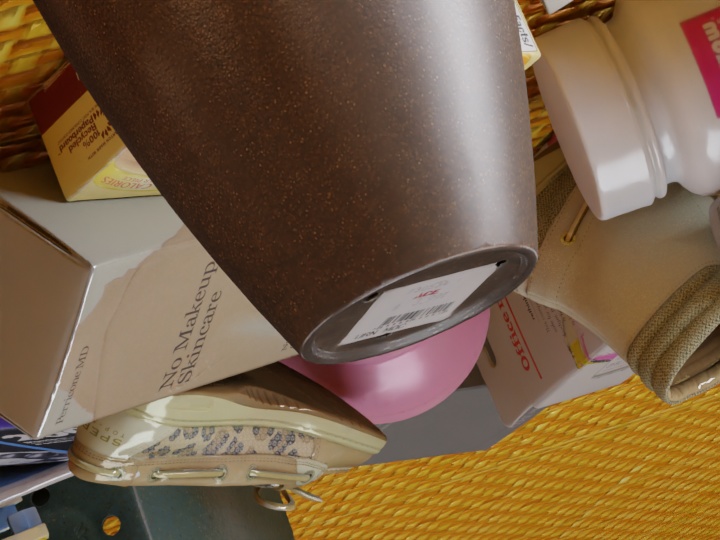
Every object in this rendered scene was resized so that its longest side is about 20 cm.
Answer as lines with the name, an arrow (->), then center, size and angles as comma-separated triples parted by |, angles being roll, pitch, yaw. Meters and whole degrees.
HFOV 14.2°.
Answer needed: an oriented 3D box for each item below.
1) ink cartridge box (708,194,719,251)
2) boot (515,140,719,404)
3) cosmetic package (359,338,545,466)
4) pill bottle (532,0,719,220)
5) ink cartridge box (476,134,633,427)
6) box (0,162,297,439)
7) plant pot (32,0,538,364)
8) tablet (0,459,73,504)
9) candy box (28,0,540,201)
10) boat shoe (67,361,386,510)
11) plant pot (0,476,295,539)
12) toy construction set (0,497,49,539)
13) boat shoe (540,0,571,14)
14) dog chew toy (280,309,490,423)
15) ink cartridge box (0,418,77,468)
ink cartridge box -> 0.288, -0.050, 1.363 | 0.199, 0.057, 0.163 | -7, 157, -27
boot -> 0.174, -0.032, 1.463 | 0.200, 0.155, 0.072 | -41, 143, -16
cosmetic package -> 0.031, 0.060, 1.762 | 0.200, 0.090, 0.107 | -1, 151, -45
pill bottle -> 0.191, -0.104, 1.398 | 0.199, 0.114, 0.113 | -22, 164, -2
ink cartridge box -> 0.126, -0.001, 1.636 | 0.067, 0.117, 0.200 | -13, 163, -30
box -> -0.097, 0.001, 1.302 | 0.200, 0.078, 0.095 | -18, 135, -53
plant pot -> -0.015, -0.075, 1.061 | 0.186, 0.201, 0.187 | -21, 164, -6
tablet -> -0.139, 0.082, 1.599 | 0.199, 0.014, 0.130 | -20, -163, -18
candy box -> -0.031, -0.084, 1.268 | 0.200, 0.055, 0.115 | -7, 157, -45
boat shoe -> -0.066, 0.078, 1.405 | 0.200, 0.073, 0.063 | 15, 105, -49
plant pot -> -0.150, 0.197, 1.789 | 0.195, 0.197, 0.200 | -24, 155, 7
toy construction set -> -0.287, 0.172, 1.650 | 0.199, 0.092, 0.131 | 0, 161, -33
boat shoe -> 0.084, -0.158, 1.166 | 0.059, 0.072, 0.200 | -29, 167, 1
dog chew toy -> 0.000, 0.000, 1.477 | 0.124, 0.125, 0.200 | -22, 157, -1
ink cartridge box -> -0.194, 0.068, 1.444 | 0.198, 0.044, 0.200 | -7, 168, 25
